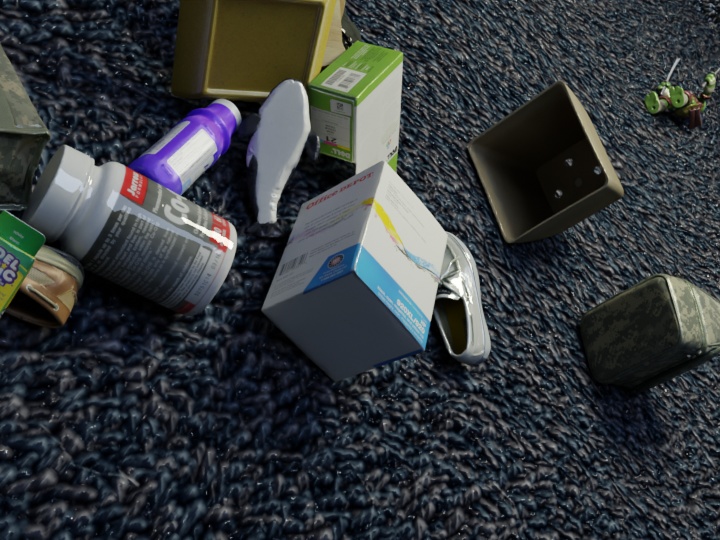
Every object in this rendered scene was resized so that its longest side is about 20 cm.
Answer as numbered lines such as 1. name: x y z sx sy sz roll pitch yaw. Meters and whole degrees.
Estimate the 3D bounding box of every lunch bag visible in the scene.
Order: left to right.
1. lunch bag: -0.419 -0.146 0.804 0.199 0.118 0.164 -5 47 -42
2. lunch bag: 0.488 0.108 1.407 0.166 0.200 0.141 12 55 -34

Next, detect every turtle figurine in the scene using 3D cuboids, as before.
1. turtle figurine: 0.786 -0.451 2.119 0.193 0.202 0.143 -16 39 -42

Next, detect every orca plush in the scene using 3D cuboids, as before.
1. orca plush: -0.104 -0.143 1.125 0.104 0.071 0.203 -3 93 -5

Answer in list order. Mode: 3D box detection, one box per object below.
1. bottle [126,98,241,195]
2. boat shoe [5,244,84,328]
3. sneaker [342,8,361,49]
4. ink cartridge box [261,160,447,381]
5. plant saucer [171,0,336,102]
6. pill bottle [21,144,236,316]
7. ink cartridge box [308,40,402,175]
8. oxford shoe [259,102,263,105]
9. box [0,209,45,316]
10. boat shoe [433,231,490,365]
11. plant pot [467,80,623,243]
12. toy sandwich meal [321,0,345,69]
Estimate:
1. bottle: -0.209 -0.141 1.037 0.065 0.083 0.201 48 40 -14
2. boat shoe: -0.358 0.000 0.810 0.199 0.076 0.075 21 53 -30
3. sneaker: -0.039 -0.356 1.296 0.200 0.075 0.091 37 29 -57
4. ink cartridge box: 0.000 0.000 1.061 0.145 0.146 0.201 46 39 -27
5. plant saucer: -0.127 -0.289 1.088 0.198 0.201 0.049 -2 43 -22
6. pill bottle: -0.240 -0.042 0.909 0.199 0.114 0.115 29 46 -28
7. ink cartridge box: -0.006 -0.194 1.219 0.075 0.202 0.148 19 44 20
8. oxford shoe: -0.138 -0.284 1.223 0.201 0.058 0.075 51 43 1
9. box: -0.369 0.022 0.742 0.117 0.048 0.201 34 69 -19
10. boat shoe: 0.121 0.033 1.217 0.086 0.074 0.204 19 55 -54
11. plant pot: 0.336 -0.168 1.482 0.176 0.199 0.202 9 56 -51
12. toy sandwich meal: -0.086 -0.368 1.168 0.203 0.070 0.208 -13 112 -33
